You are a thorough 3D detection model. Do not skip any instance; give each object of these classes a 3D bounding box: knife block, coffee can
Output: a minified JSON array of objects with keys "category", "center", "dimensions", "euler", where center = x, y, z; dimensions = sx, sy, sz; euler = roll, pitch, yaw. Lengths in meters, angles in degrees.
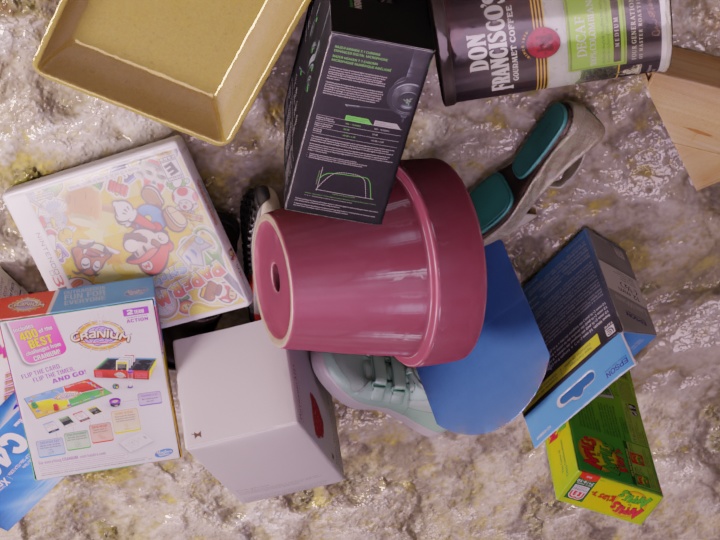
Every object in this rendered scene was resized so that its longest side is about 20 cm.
[{"category":"knife block","center":[0.378,-0.160,1.565],"dimensions":[0.175,0.064,0.200],"euler":[-25,125,14]},{"category":"coffee can","center":[0.161,-0.232,1.441],"dimensions":[0.200,0.146,0.147],"euler":[-9,128,2]}]

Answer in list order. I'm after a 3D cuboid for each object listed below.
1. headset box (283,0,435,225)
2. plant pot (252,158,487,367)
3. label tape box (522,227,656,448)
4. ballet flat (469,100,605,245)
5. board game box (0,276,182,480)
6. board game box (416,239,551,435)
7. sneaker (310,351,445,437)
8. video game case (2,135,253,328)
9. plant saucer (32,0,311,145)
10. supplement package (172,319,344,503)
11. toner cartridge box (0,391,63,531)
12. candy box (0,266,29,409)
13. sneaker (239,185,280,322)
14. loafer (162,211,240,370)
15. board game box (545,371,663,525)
[{"category":"headset box","center":[-0.005,-0.175,1.457],"dimensions":[0.093,0.174,0.200],"euler":[9,126,-10]},{"category":"plant pot","center":[0.000,0.000,1.552],"dimensions":[0.179,0.200,0.200],"euler":[-8,131,-20]},{"category":"label tape box","center":[0.222,0.076,1.653],"dimensions":[0.066,0.200,0.143],"euler":[27,122,-30]},{"category":"ballet flat","center":[0.165,-0.081,1.614],"dimensions":[0.062,0.068,0.200],"euler":[23,124,-32]},{"category":"board game box","center":[-0.265,0.109,1.626],"dimensions":[0.153,0.040,0.200],"euler":[-8,123,-5]},{"category":"board game box","center":[0.123,0.068,1.667],"dimensions":[0.039,0.200,0.158],"euler":[8,143,-46]},{"category":"sneaker","center":[0.049,0.101,1.740],"dimensions":[0.200,0.074,0.118],"euler":[25,130,-33]},{"category":"video game case","center":[-0.228,-0.023,1.607],"dimensions":[0.200,0.023,0.182],"euler":[-15,112,20]},{"category":"plant saucer","center":[-0.168,-0.231,1.481],"dimensions":[0.200,0.048,0.200],"euler":[21,124,-18]},{"category":"supplement package","center":[-0.102,0.147,1.692],"dimensions":[0.120,0.121,0.200],"euler":[-14,155,8]},{"category":"toner cartridge box","center":[-0.352,0.186,1.724],"dimensions":[0.095,0.043,0.200],"euler":[32,119,-27]},{"category":"candy box","center":[-0.369,0.103,1.723],"dimensions":[0.136,0.061,0.200],"euler":[-29,124,18]},{"category":"sneaker","center":[-0.070,-0.009,1.657],"dimensions":[0.093,0.070,0.200],"euler":[-7,131,-8]},{"category":"loafer","center":[-0.175,0.033,1.674],"dimensions":[0.073,0.071,0.200],"euler":[10,127,-12]},{"category":"board game box","center":[0.246,0.168,1.727],"dimensions":[0.101,0.200,0.048],"euler":[18,125,-17]}]
